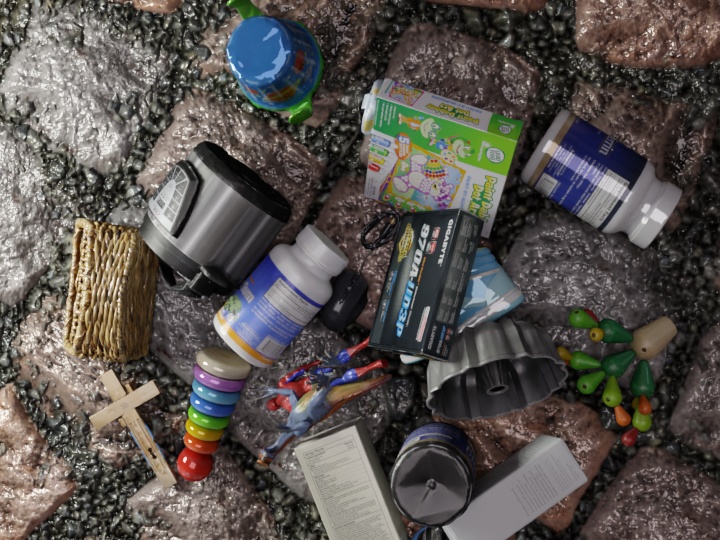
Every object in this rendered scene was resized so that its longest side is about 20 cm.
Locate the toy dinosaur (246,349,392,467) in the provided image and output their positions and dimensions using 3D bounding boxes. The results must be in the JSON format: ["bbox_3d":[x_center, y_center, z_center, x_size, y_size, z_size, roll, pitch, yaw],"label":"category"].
[{"bbox_3d":[-0.076,0.214,1.362,0.198,0.105,0.183,17,122,-1],"label":"toy dinosaur"}]

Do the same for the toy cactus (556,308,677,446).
[{"bbox_3d":[0.370,0.127,1.337,0.164,0.102,0.201,-33,84,-10],"label":"toy cactus"}]

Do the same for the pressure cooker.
[{"bbox_3d":[-0.216,-0.059,1.368,0.178,0.176,0.201,39,98,4],"label":"pressure cooker"}]

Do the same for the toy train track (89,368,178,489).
[{"bbox_3d":[-0.340,0.243,1.473,0.114,0.033,0.202,-29,93,2],"label":"toy train track"}]

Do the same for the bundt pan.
[{"bbox_3d":[0.181,0.131,1.314,0.199,0.202,0.077,-16,59,9],"label":"bundt pan"}]

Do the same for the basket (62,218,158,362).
[{"bbox_3d":[-0.393,0.028,1.414,0.147,0.143,0.203,9,93,8],"label":"basket"}]

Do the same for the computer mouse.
[{"bbox_3d":[0.000,0.000,1.407,0.058,0.034,0.202,28,96,8],"label":"computer mouse"}]

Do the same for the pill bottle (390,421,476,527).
[{"bbox_3d":[0.105,0.272,1.316,0.110,0.200,0.114,0,93,9],"label":"pill bottle"}]

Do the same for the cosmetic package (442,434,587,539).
[{"bbox_3d":[0.207,0.315,1.329,0.199,0.101,0.072,-33,87,-6],"label":"cosmetic package"}]

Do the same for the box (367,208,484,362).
[{"bbox_3d":[0.087,0.019,1.316,0.046,0.158,0.203,19,82,-26],"label":"box"}]

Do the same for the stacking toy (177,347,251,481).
[{"bbox_3d":[-0.231,0.222,1.435,0.084,0.085,0.202,20,101,8],"label":"stacking toy"}]

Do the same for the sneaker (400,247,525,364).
[{"bbox_3d":[0.122,0.039,1.370,0.199,0.080,0.132,-31,84,6],"label":"sneaker"}]

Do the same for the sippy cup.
[{"bbox_3d":[-0.130,-0.304,1.367,0.176,0.130,0.141,26,95,8],"label":"sippy cup"}]

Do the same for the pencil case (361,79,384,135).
[{"bbox_3d":[0.100,-0.205,1.355,0.198,0.091,0.084,20,108,9],"label":"pencil case"}]

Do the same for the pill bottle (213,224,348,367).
[{"bbox_3d":[-0.112,0.034,1.386,0.112,0.112,0.200,42,97,5],"label":"pill bottle"}]

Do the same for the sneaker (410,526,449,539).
[{"bbox_3d":[0.158,0.449,1.380,0.083,0.071,0.200,-44,82,14],"label":"sneaker"}]

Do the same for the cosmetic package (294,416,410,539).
[{"bbox_3d":[-0.010,0.331,1.401,0.102,0.073,0.202,-21,89,9],"label":"cosmetic package"}]

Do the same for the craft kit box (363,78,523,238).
[{"bbox_3d":[0.108,-0.150,1.314,0.195,0.201,0.049,16,53,7],"label":"craft kit box"}]

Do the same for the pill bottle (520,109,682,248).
[{"bbox_3d":[0.331,-0.122,1.310,0.199,0.116,0.116,33,97,6],"label":"pill bottle"}]

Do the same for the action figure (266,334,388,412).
[{"bbox_3d":[-0.055,0.162,1.415,0.198,0.052,0.066,-27,82,14],"label":"action figure"}]
